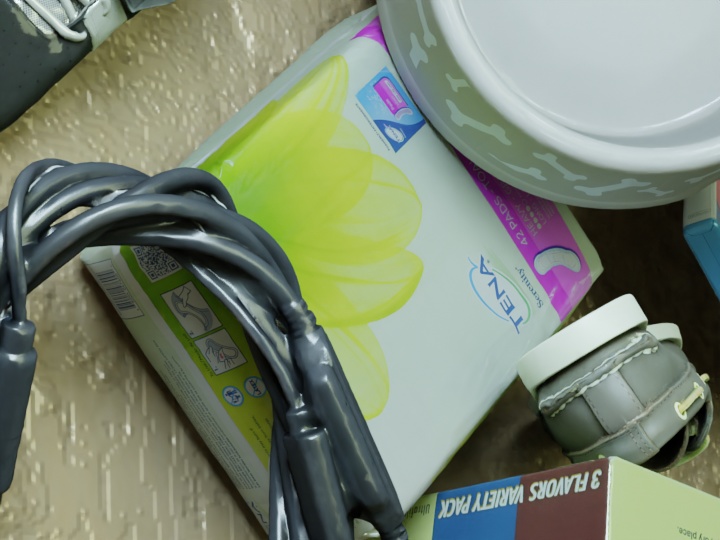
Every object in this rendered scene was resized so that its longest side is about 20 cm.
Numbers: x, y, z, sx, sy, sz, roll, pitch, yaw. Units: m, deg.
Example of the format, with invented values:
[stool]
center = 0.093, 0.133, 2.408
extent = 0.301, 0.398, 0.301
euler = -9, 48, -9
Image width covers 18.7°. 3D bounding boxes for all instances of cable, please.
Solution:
[cable]
center = -0.081, 0.058, 0.747
extent = 0.163, 0.051, 0.200
euler = -27, 104, -12

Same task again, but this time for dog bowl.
[dog bowl]
center = 0.106, -0.124, 0.846
extent = 0.200, 0.059, 0.200
euler = 0, 90, -8

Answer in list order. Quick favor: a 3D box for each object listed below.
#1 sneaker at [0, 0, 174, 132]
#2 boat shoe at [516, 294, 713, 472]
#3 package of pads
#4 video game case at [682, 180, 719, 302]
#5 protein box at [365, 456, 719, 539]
[sneaker]
center = -0.096, -0.130, 0.804
extent = 0.074, 0.088, 0.200
euler = 50, 50, -23
[boat shoe]
center = 0.111, 0.058, 0.905
extent = 0.060, 0.072, 0.202
euler = 58, 6, 13
[package of pads]
center = 0.000, 0.000, 0.870
extent = 0.155, 0.068, 0.200
euler = 57, 47, -13
[video game case]
center = 0.189, -0.032, 1.038
extent = 0.143, 0.018, 0.200
euler = 56, 27, -31
[protein box]
center = 0.107, 0.203, 0.863
extent = 0.198, 0.135, 0.200
euler = 23, 61, -38
